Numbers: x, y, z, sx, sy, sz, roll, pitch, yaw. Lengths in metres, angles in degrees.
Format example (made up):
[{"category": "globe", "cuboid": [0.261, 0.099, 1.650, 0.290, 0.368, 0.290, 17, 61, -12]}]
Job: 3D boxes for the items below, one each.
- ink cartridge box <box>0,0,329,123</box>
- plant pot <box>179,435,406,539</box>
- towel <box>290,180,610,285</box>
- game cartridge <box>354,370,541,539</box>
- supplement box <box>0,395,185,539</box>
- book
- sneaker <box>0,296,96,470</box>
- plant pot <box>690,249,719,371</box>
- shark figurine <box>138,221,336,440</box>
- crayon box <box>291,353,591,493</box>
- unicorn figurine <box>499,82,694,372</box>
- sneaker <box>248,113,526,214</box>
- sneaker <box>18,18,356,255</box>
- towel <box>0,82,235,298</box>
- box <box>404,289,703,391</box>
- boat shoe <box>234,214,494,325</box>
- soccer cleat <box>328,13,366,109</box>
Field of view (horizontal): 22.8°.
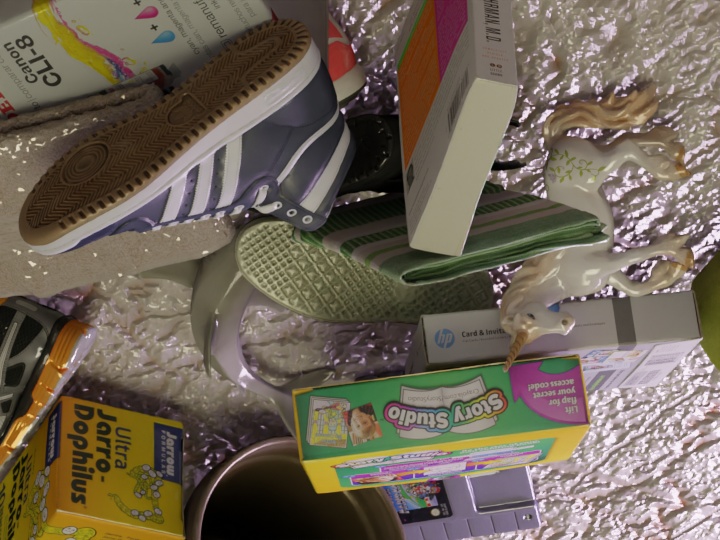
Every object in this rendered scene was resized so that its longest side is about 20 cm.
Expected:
[{"category": "ink cartridge box", "cuboid": [-0.140, -0.160, 1.106, 0.200, 0.145, 0.145, -20, 132, 18]}, {"category": "plant pot", "cuboid": [-0.088, 0.256, 1.483, 0.200, 0.200, 0.174, 25, 147, -23]}, {"category": "towel", "cuboid": [0.052, -0.027, 1.185, 0.152, 0.200, 0.023, -14, 106, -21]}, {"category": "game cartridge", "cuboid": [0.073, 0.156, 1.488, 0.129, 0.038, 0.200, -13, 132, 5]}, {"category": "supplement box", "cuboid": [-0.231, 0.208, 1.455, 0.109, 0.109, 0.200, 16, 137, -25]}, {"category": "book", "cuboid": [0.060, -0.126, 1.105, 0.048, 0.200, 0.134, 11, 132, -9]}, {"category": "sneaker", "cuboid": [-0.276, 0.089, 1.396, 0.077, 0.078, 0.200, 34, 127, -4]}, {"category": "plant pot", "cuboid": [0.342, 0.006, 1.273, 0.187, 0.187, 0.200, 33, 139, -28]}, {"category": "shark figurine", "cuboid": [-0.096, 0.061, 1.358, 0.128, 0.090, 0.215, -7, 131, 7]}, {"category": "crayon box", "cuboid": [0.057, 0.112, 1.290, 0.200, 0.058, 0.173, -8, 165, 0]}, {"category": "unicorn figurine", "cuboid": [0.162, -0.024, 1.244, 0.137, 0.200, 0.074, -3, 166, 4]}, {"category": "sneaker", "cuboid": [0.007, -0.075, 1.238, 0.200, 0.060, 0.104, -10, 174, 44]}, {"category": "sneaker", "cuboid": [-0.092, -0.049, 1.036, 0.200, 0.070, 0.109, -35, 133, -3]}, {"category": "towel", "cuboid": [-0.192, -0.043, 1.097, 0.200, 0.035, 0.133, -13, 137, 11]}, {"category": "box", "cuboid": [0.138, 0.062, 1.333, 0.200, 0.041, 0.156, -7, 164, -5]}, {"category": "boat shoe", "cuboid": [0.000, 0.000, 1.308, 0.200, 0.062, 0.075, 10, 102, -20]}, {"category": "soccer cleat", "cuboid": [-0.096, -0.121, 1.210, 0.200, 0.068, 0.073, -18, 108, 20]}]
